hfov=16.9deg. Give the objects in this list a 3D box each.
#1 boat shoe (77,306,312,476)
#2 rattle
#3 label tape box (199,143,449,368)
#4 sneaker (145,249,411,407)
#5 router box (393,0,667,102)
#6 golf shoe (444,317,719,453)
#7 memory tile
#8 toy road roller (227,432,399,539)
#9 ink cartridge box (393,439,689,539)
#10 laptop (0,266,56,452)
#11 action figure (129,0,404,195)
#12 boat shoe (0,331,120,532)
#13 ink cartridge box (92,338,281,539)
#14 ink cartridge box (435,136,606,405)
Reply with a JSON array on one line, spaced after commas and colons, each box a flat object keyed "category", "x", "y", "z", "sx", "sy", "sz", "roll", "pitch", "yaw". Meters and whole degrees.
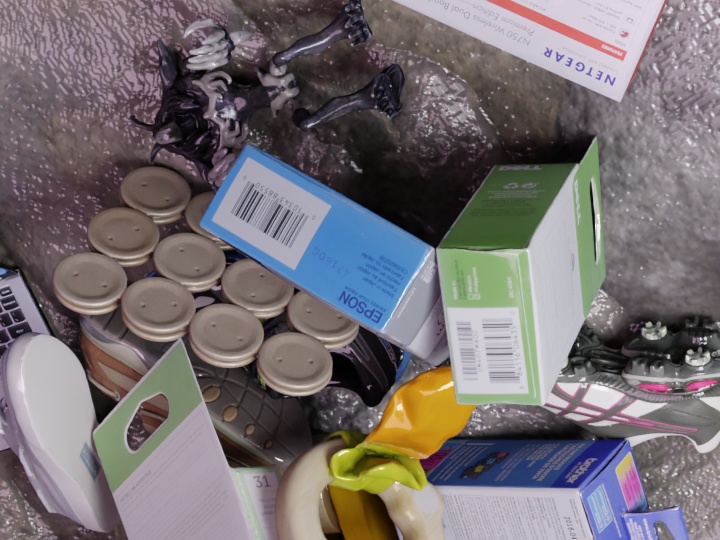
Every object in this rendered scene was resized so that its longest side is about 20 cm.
[{"category": "boat shoe", "x": -0.118, "y": 0.089, "z": 1.708, "sx": 0.199, "sy": 0.076, "sz": 0.072, "roll": 36, "pitch": 130, "yaw": 21}, {"category": "rattle", "x": 0.014, "y": 0.177, "z": 1.536, "sx": 0.142, "sy": 0.200, "sz": 0.130, "roll": -21, "pitch": 117, "yaw": 37}, {"category": "label tape box", "x": 0.000, "y": 0.000, "z": 1.550, "sx": 0.143, "sy": 0.200, "sz": 0.066, "roll": 30, "pitch": 86, "yaw": 21}, {"category": "sneaker", "x": -0.064, "y": 0.043, "z": 1.664, "sx": 0.198, "sy": 0.083, "sz": 0.071, "roll": 15, "pitch": 151, "yaw": 10}, {"category": "router box", "x": 0.109, "y": -0.228, "z": 1.513, "sx": 0.199, "sy": 0.049, "sz": 0.180, "roll": 25, "pitch": 118, "yaw": 5}, {"category": "golf shoe", "x": 0.151, "y": 0.081, "z": 1.627, "sx": 0.198, "sy": 0.077, "sz": 0.089, "roll": 5, "pitch": 124, "yaw": 17}, {"category": "memory tile", "x": -0.092, "y": 0.005, "z": 1.624, "sx": 0.199, "sy": 0.154, "sz": 0.017, "roll": 21, "pitch": 134, "yaw": 9}, {"category": "toy road roller", "x": -0.045, "y": 0.229, "z": 1.711, "sx": 0.122, "sy": 0.146, "sz": 0.201, "roll": -8, "pitch": 111, "yaw": 20}, {"category": "ink cartridge box", "x": 0.128, "y": 0.189, "z": 1.647, "sx": 0.199, "sy": 0.076, "sz": 0.137, "roll": -1, "pitch": 115, "yaw": 40}, {"category": "laptop", "x": -0.329, "y": 0.071, "z": 1.746, "sx": 0.186, "sy": 0.116, "sz": 0.201, "roll": -18, "pitch": 107, "yaw": 24}, {"category": "action figure", "x": -0.078, "y": -0.112, "z": 1.594, "sx": 0.199, "sy": 0.102, "sz": 0.120, "roll": -20, "pitch": 92, "yaw": 24}, {"category": "boat shoe", "x": -0.225, "y": 0.114, "z": 1.736, "sx": 0.068, "sy": 0.072, "sz": 0.200, "roll": 8, "pitch": 149, "yaw": 23}, {"category": "ink cartridge box", "x": -0.108, "y": 0.166, "z": 1.654, "sx": 0.146, "sy": 0.048, "sz": 0.201, "roll": -45, "pitch": 55, "yaw": 44}, {"category": "ink cartridge box", "x": 0.105, "y": -0.004, "z": 1.530, "sx": 0.059, "sy": 0.200, "sz": 0.105, "roll": 0, "pitch": 113, "yaw": 18}]
